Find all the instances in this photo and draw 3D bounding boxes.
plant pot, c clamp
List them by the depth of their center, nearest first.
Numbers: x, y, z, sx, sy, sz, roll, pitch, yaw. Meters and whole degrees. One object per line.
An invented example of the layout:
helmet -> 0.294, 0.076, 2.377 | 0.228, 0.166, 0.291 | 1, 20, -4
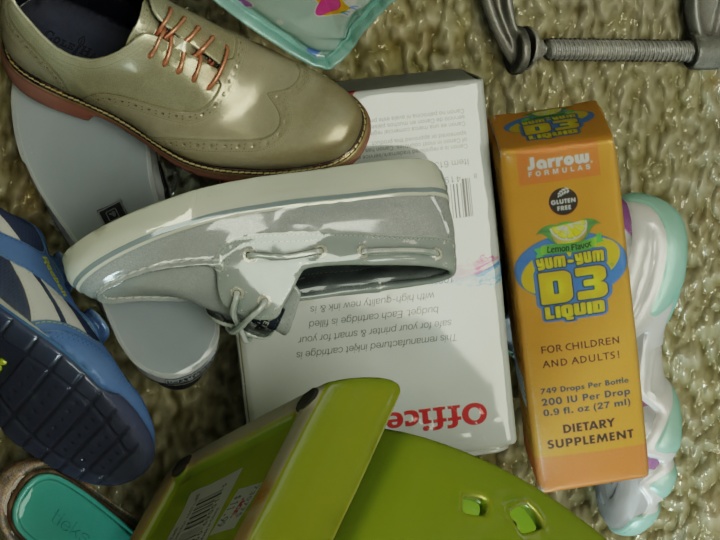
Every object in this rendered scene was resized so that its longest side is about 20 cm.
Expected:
plant pot -> -0.021, 0.181, 1.135 | 0.181, 0.199, 0.200 | 43, 47, -18
c clamp -> 0.152, -0.153, 1.341 | 0.199, 0.027, 0.172 | 4, 94, -25

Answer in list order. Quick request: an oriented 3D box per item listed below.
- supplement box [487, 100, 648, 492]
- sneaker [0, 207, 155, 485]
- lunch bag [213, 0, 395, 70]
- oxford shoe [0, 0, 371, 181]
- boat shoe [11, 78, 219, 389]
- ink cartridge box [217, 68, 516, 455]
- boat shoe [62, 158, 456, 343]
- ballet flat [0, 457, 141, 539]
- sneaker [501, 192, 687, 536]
supplement box -> 0.112, 0.015, 1.240 | 0.066, 0.069, 0.201 | -9, 108, 1
sneaker -> -0.172, 0.023, 1.172 | 0.200, 0.074, 0.082 | 47, 36, -6
lunch bag -> -0.061, -0.224, 1.154 | 0.199, 0.171, 0.122 | 29, 129, -26
oxford shoe -> -0.091, -0.098, 1.148 | 0.199, 0.074, 0.071 | 15, 68, 5
boat shoe -> -0.126, -0.031, 1.209 | 0.073, 0.068, 0.200 | -27, 82, -9
ink cartridge box -> 0.000, 0.000, 1.240 | 0.145, 0.083, 0.201 | -6, 99, -4
boat shoe -> -0.045, -0.004, 1.140 | 0.200, 0.070, 0.072 | -12, 73, -14
ballet flat -> -0.121, 0.165, 1.233 | 0.200, 0.067, 0.068 | 47, 72, -22
sneaker -> 0.112, 0.055, 1.328 | 0.139, 0.078, 0.201 | 0, 92, -19
